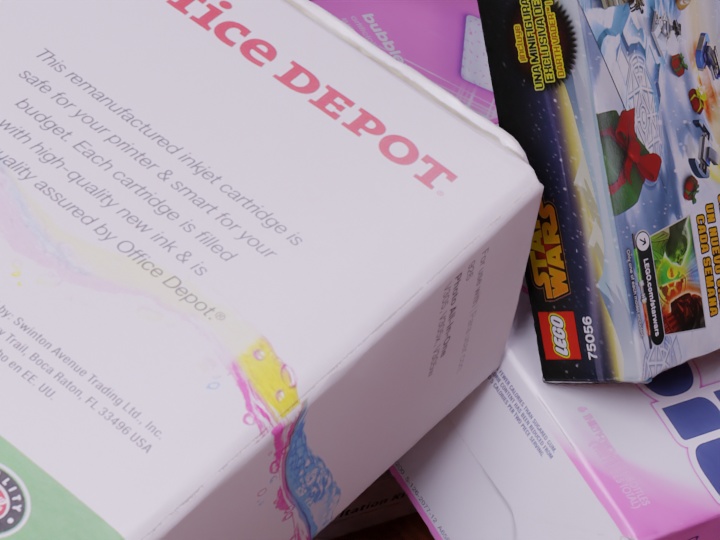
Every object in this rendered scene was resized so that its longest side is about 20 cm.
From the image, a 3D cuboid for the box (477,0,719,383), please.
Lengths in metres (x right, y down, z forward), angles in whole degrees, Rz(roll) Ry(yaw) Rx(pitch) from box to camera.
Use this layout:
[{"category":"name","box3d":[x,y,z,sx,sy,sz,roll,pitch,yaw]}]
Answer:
[{"category":"box","box3d":[0.089,-0.083,0.807,0.137,0.040,0.201,-17,101,-42]}]

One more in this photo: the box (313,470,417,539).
[{"category":"box","box3d":[0.000,0.000,0.931,0.199,0.041,0.156,-15,62,-27]}]

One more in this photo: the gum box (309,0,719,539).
[{"category":"gum box","box3d":[0.046,0.003,0.864,0.113,0.066,0.200,-14,62,-42]}]

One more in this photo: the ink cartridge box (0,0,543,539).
[{"category":"ink cartridge box","box3d":[-0.072,0.015,0.737,0.145,0.088,0.200,35,56,19]}]
